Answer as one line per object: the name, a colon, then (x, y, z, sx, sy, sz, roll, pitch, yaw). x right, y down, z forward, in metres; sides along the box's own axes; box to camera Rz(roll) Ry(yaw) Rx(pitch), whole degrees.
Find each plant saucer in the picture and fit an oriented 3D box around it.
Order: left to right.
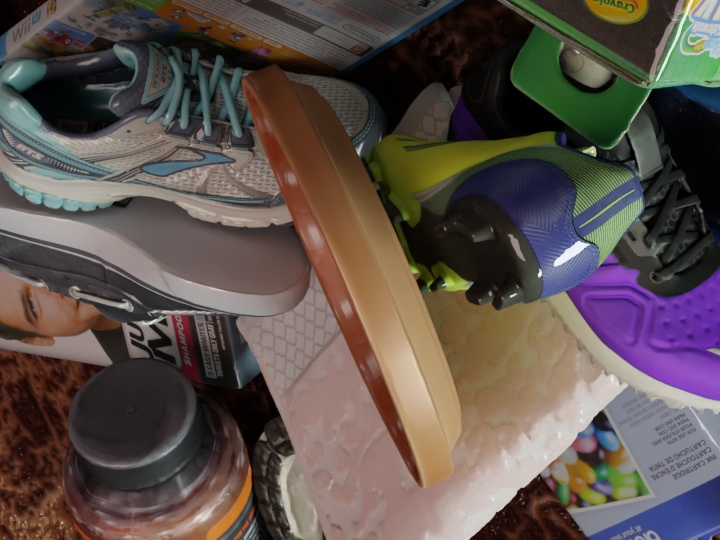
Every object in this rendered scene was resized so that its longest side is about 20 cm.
plant saucer: (0.000, 0.000, 1.023, 0.032, 0.200, 0.201, -24, 105, -3)

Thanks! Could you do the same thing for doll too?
doll: (0.159, -0.043, 1.043, 0.200, 0.048, 0.136, 52, 143, 7)

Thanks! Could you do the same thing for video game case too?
video game case: (-0.065, -0.124, 1.115, 0.143, 0.018, 0.200, 20, 147, -36)

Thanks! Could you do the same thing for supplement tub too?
supplement tub: (-0.102, 0.135, 1.261, 0.106, 0.107, 0.201, 20, 148, 25)

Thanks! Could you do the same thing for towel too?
towel: (0.026, 0.039, 1.122, 0.200, 0.032, 0.192, -48, 54, 34)

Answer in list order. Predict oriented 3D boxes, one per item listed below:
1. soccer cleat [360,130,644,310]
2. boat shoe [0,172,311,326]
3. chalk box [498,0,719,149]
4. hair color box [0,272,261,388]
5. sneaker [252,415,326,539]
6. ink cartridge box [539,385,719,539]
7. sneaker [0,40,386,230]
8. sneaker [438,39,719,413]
soccer cleat: (0.058, -0.029, 0.971, 0.065, 0.083, 0.200, 65, 168, -16)
boat shoe: (-0.114, -0.005, 1.169, 0.199, 0.072, 0.068, 14, 133, 20)
chalk box: (0.123, -0.150, 0.906, 0.125, 0.124, 0.201, 37, 119, 31)
hair color box: (-0.140, -0.002, 1.276, 0.199, 0.061, 0.100, 8, 120, 33)
sneaker: (-0.001, 0.163, 1.252, 0.076, 0.088, 0.201, 7, 109, 32)
ink cartridge box: (0.131, 0.074, 1.135, 0.200, 0.042, 0.119, 52, 139, -4)
sneaker: (-0.087, -0.072, 1.115, 0.198, 0.078, 0.086, -3, 150, 5)
sneaker: (0.115, -0.026, 1.004, 0.200, 0.069, 0.100, 43, 142, 19)
